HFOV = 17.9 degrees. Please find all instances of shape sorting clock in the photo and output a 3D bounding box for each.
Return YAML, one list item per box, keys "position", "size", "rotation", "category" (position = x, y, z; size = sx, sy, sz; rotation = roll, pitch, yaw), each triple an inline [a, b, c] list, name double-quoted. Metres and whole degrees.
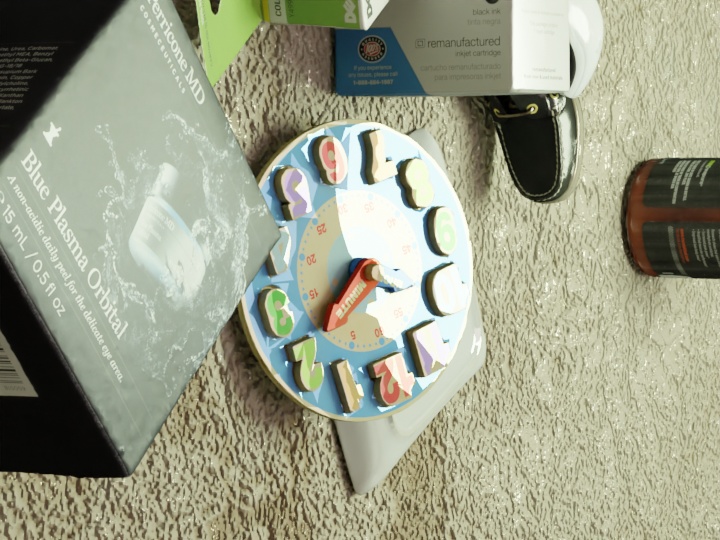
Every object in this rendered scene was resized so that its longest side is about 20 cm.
- position: [0.000, 0.000, 1.512]
  size: [0.199, 0.039, 0.201]
  rotation: [-2, 94, -40]
  category: "shape sorting clock"

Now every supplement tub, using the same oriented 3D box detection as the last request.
- position: [0.334, -0.044, 1.949]
  size: [0.107, 0.199, 0.108]
  rotation: [-6, 97, -57]
  category: "supplement tub"

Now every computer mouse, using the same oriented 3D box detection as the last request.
- position: [0.136, -0.218, 1.658]
  size: [0.200, 0.044, 0.110]
  rotation: [60, 33, -28]
  category: "computer mouse"

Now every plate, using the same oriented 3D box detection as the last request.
- position: [0.032, 0.026, 1.620]
  size: [0.200, 0.032, 0.201]
  rotation: [-43, 126, -49]
  category: "plate"

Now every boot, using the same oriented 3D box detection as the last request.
- position: [0.098, -0.143, 1.680]
  size: [0.150, 0.073, 0.201]
  rotation: [-14, 99, -59]
  category: "boot"

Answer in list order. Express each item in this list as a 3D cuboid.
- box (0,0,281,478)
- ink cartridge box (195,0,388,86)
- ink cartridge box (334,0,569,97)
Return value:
- position: [-0.161, -0.028, 1.224]
  size: [0.200, 0.117, 0.197]
  rotation: [-60, 138, -40]
  category: "box"
- position: [-0.035, -0.214, 1.411]
  size: [0.200, 0.075, 0.148]
  rotation: [-59, 149, -53]
  category: "ink cartridge box"
- position: [0.061, -0.219, 1.548]
  size: [0.086, 0.146, 0.201]
  rotation: [-8, 97, -56]
  category: "ink cartridge box"
